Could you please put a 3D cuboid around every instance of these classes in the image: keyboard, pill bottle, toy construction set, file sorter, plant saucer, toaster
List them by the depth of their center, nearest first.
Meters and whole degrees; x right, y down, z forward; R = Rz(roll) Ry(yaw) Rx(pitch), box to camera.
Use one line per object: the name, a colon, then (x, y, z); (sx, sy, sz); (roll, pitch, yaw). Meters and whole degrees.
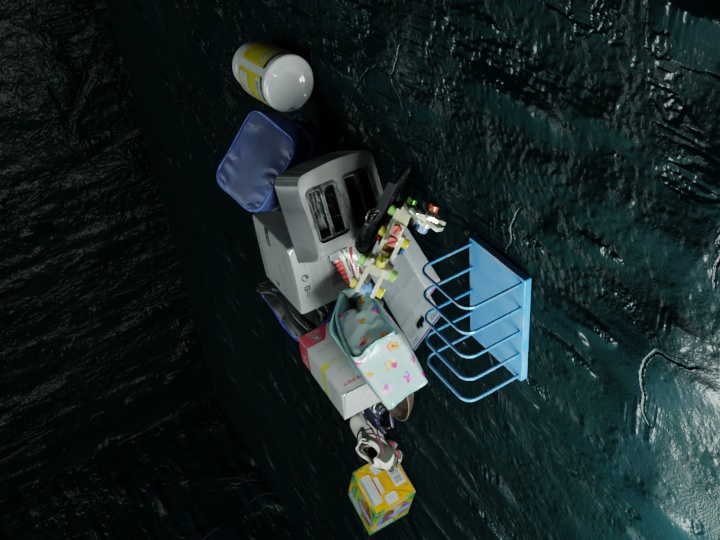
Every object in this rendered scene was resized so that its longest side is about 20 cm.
file sorter: (0.175, 0.080, 1.292); (0.139, 0.121, 0.203); (44, 150, 46)
toy construction set: (0.060, -0.051, 1.408); (0.092, 0.200, 0.131); (41, -158, -1)
keyboard: (0.033, -0.096, 1.442); (0.020, 0.127, 0.201); (36, 144, 8)
toaster: (-0.053, -0.131, 1.565); (0.118, 0.178, 0.204); (8, 118, 59)
pill bottle: (-0.186, -0.405, 1.699); (0.200, 0.112, 0.116); (39, 146, 51)
plant saucer: (0.065, 0.236, 1.842); (0.201, 0.032, 0.203); (51, 153, 38)

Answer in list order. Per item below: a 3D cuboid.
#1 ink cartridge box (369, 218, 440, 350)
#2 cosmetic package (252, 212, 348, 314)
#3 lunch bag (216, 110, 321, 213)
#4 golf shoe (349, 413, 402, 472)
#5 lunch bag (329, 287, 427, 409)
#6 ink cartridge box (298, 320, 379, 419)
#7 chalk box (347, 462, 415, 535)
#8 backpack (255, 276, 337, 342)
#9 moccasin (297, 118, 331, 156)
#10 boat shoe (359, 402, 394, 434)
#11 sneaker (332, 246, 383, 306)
ink cartridge box: (0.089, 0.027, 1.562); (0.202, 0.043, 0.197); (58, 158, 14)
cosmetic package: (-0.115, -0.045, 1.814); (0.200, 0.162, 0.168); (40, 146, 50)
lunch bag: (-0.174, -0.222, 1.641); (0.136, 0.132, 0.201); (42, 110, 15)
golf shoe: (0.022, 0.414, 2.028); (0.200, 0.087, 0.079); (40, 113, 46)
lunch bag: (0.025, 0.145, 1.639); (0.172, 0.121, 0.201); (57, 178, -37)
ink cartridge box: (-0.026, 0.202, 1.786); (0.200, 0.143, 0.085); (48, 153, 41)
chalk box: (0.049, 0.574, 2.093); (0.126, 0.122, 0.202); (55, 156, 28)
backpack: (-0.116, 0.080, 1.964); (0.201, 0.162, 0.168); (50, -176, 35)
moccasin: (-0.104, -0.231, 1.735); (0.201, 0.067, 0.081); (53, 155, 31)
boat shoe: (0.027, 0.295, 1.957); (0.092, 0.074, 0.203); (24, 141, 52)
sneaker: (0.000, 0.000, 1.707); (0.202, 0.081, 0.078); (59, 176, -28)
